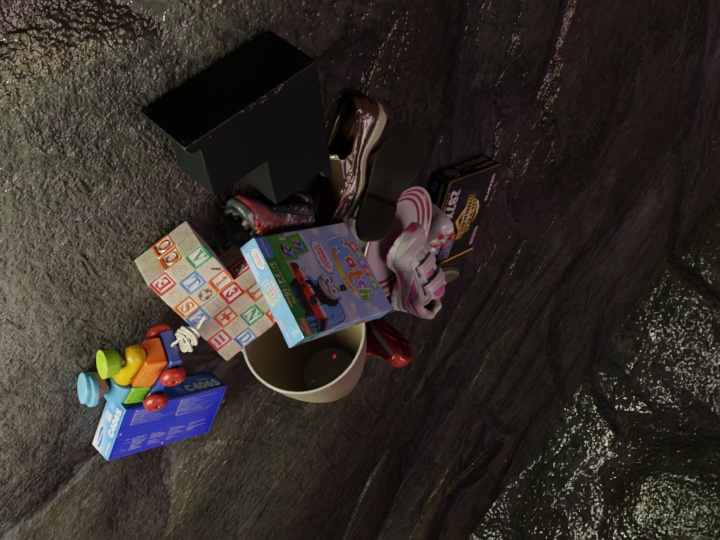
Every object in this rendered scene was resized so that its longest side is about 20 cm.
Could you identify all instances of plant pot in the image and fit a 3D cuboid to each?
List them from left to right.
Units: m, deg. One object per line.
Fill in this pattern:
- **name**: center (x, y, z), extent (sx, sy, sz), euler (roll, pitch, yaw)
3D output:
- **plant pot**: center (-0.068, 0.133, 1.368), extent (0.187, 0.187, 0.200), euler (-47, 155, -12)

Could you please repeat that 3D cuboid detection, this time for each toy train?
- **toy train**: center (-0.293, 0.114, 1.151), extent (0.116, 0.085, 0.200), euler (-3, 147, -38)

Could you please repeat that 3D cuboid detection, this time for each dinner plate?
- **dinner plate**: center (0.056, -0.048, 1.440), extent (0.200, 0.024, 0.200), euler (-39, 142, -39)

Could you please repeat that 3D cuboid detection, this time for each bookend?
- **bookend**: center (-0.146, -0.160, 1.103), extent (0.199, 0.092, 0.200), euler (-39, 149, -21)

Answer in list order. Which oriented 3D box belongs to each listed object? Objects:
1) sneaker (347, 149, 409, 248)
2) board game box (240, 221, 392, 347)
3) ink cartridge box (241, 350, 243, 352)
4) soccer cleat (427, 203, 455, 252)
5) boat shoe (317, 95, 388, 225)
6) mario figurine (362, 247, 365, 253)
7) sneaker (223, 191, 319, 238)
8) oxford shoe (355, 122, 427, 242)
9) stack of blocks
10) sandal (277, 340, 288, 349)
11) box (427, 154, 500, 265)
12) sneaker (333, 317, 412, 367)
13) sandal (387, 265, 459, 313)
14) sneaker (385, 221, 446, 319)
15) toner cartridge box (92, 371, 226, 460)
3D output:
- **sneaker**: center (0.004, -0.118, 1.393), extent (0.200, 0.074, 0.116), euler (-47, 149, -29)
- **board game box**: center (-0.057, 0.014, 1.218), extent (0.037, 0.151, 0.200), euler (-36, 167, 36)
- **ink cartridge box**: center (-0.168, 0.044, 1.340), extent (0.099, 0.039, 0.200), euler (-41, 150, -21)
- **soccer cleat**: center (0.099, -0.040, 1.614), extent (0.069, 0.078, 0.200), euler (-5, 145, -46)
- **boat shoe**: center (-0.031, -0.164, 1.291), extent (0.075, 0.075, 0.203), euler (8, 103, -48)
- **mario figurine**: center (0.000, 0.000, 1.524), extent (0.200, 0.123, 0.106), euler (-7, 86, -43)
- **sneaker**: center (-0.120, -0.081, 1.245), extent (0.098, 0.071, 0.200), euler (-55, 153, 2)
- **oxford shoe**: center (0.038, -0.135, 1.328), extent (0.200, 0.071, 0.071), euler (-64, -169, -12)
- **stack of blocks**: center (-0.198, 0.023, 1.191), extent (0.115, 0.059, 0.200), euler (-39, 137, -2)
- **sandal**: center (-0.113, 0.104, 1.490), extent (0.200, 0.045, 0.075), euler (-45, 159, -45)
- **box**: center (0.179, -0.110, 1.668), extent (0.160, 0.049, 0.200), euler (-21, 138, -41)
- **sneaker**: center (0.011, 0.141, 1.548), extent (0.078, 0.200, 0.116), euler (29, 102, -33)
- **sandal**: center (0.116, 0.047, 1.623), extent (0.201, 0.057, 0.080), euler (-29, 175, -45)
- **sneaker**: center (0.101, 0.003, 1.441), extent (0.081, 0.088, 0.200), euler (-47, 148, -30)
- **toner cartridge box**: center (-0.302, 0.218, 1.327), extent (0.200, 0.043, 0.095), euler (-5, 125, -54)
